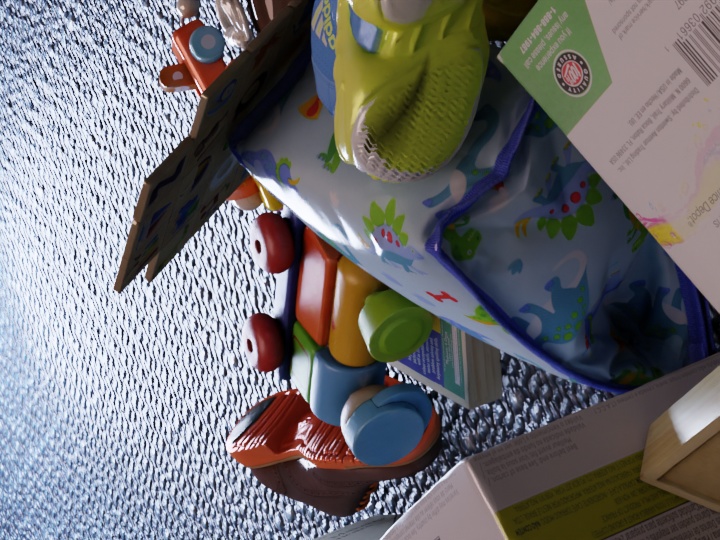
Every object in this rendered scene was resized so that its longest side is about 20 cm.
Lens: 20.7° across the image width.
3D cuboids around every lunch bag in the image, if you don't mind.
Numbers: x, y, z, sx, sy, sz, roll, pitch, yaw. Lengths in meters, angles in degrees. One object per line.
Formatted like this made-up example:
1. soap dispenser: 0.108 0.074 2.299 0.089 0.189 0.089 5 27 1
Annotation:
1. lunch bag: 0.067 -0.025 0.932 0.170 0.128 0.200 31 169 50

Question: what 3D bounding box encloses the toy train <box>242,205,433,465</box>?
1. toy train: 0.000 0.000 1.052 0.116 0.084 0.201 53 146 43

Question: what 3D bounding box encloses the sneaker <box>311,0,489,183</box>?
1. sneaker: 0.020 -0.142 0.819 0.105 0.075 0.201 39 112 61

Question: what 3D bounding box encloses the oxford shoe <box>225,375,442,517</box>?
1. oxford shoe: -0.003 0.113 1.225 0.073 0.071 0.200 50 154 -20

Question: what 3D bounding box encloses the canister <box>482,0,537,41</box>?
1. canister: 0.088 -0.212 0.851 0.149 0.086 0.200 66 149 12

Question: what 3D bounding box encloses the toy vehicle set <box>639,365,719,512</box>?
1. toy vehicle set: 0.200 0.054 0.718 0.200 0.124 0.027 126 164 -58

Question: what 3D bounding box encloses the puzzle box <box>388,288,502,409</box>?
1. puzzle box: 0.027 -0.034 1.112 0.133 0.025 0.201 27 128 52

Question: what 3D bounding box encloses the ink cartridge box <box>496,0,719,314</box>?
1. ink cartridge box: 0.168 -0.060 0.748 0.200 0.087 0.145 51 148 8

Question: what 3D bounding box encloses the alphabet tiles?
1. alphabet tiles: -0.051 -0.079 0.950 0.006 0.200 0.167 36 148 6

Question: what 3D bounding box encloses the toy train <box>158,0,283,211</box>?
1. toy train: -0.086 -0.100 1.187 0.151 0.055 0.200 63 172 -3

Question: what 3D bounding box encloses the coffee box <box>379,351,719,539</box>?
1. coffee box: 0.131 0.172 0.867 0.198 0.199 0.200 62 150 16

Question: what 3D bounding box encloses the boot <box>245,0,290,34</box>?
1. boot: -0.033 -0.171 0.992 0.200 0.064 0.187 -89 4 -66

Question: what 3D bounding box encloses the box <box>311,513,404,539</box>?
1. box: 0.036 0.184 1.161 0.200 0.082 0.069 -17 92 60
